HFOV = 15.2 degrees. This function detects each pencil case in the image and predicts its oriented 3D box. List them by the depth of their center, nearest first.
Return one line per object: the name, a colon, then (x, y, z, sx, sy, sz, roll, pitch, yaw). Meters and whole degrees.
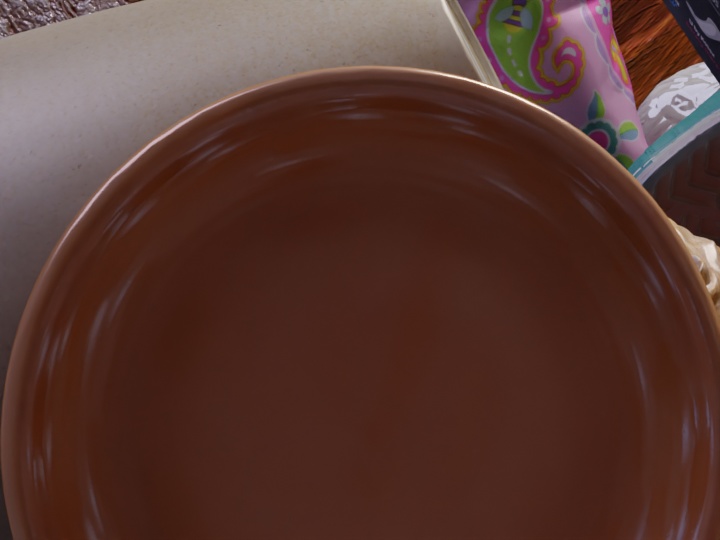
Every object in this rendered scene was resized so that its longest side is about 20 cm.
pencil case: (0.082, -0.064, 1.156, 0.087, 0.200, 0.087, -19, 12, 4)

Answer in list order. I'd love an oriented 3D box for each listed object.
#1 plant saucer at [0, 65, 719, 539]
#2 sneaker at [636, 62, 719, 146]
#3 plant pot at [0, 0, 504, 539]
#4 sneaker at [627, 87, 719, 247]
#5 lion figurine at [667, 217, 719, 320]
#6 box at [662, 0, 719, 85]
plant saucer: (0.003, 0.045, 0.741, 0.200, 0.200, 0.037, -38, 1, -3)
sneaker: (0.214, -0.079, 1.178, 0.200, 0.072, 0.072, -20, 60, 30)
plant pot: (-0.047, -0.012, 0.833, 0.200, 0.188, 0.187, -28, 9, 7)
sneaker: (0.181, -0.066, 1.094, 0.200, 0.071, 0.080, -32, 24, -3)
lion figurine: (0.068, 0.067, 0.859, 0.072, 0.201, 0.123, 1, 24, -21)
box: (0.218, -0.127, 0.938, 0.200, 0.132, 0.115, -26, -28, -8)
